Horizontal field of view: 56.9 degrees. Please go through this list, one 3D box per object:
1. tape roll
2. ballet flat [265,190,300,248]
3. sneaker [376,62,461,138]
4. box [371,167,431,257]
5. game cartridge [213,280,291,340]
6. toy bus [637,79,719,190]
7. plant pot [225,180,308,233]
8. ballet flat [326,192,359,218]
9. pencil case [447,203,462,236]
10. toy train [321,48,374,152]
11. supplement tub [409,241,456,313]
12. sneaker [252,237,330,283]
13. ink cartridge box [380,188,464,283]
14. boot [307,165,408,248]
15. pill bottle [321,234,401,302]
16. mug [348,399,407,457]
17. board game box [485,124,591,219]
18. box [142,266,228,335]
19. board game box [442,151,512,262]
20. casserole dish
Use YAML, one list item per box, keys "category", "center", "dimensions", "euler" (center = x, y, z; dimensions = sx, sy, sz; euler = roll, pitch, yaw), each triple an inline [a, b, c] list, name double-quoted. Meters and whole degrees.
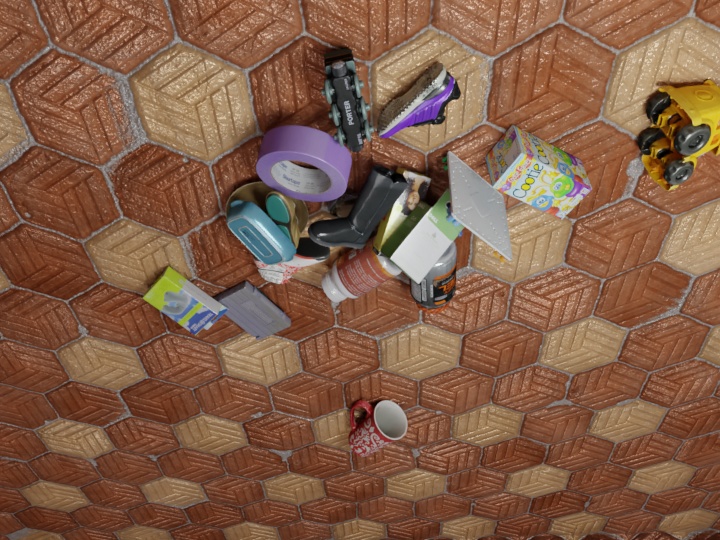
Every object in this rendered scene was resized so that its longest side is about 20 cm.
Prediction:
- category: "tape roll"
  center: [-0.120, -0.224, 1.416]
  dimensions: [0.196, 0.067, 0.201]
  euler: [10, 158, 4]
- category: "ballet flat"
  center: [-0.175, -0.126, 1.534]
  dimensions: [0.068, 0.064, 0.201]
  euler: [19, 146, 15]
- category: "sneaker"
  center: [0.124, -0.324, 1.365]
  dimensions: [0.099, 0.070, 0.199]
  euler: [31, 129, -33]
- category: "box"
  center: [0.092, -0.126, 1.514]
  dimensions: [0.074, 0.050, 0.203]
  euler: [11, 105, -21]
- category: "game cartridge"
  center: [-0.299, 0.113, 1.848]
  dimensions: [0.128, 0.039, 0.200]
  euler: [-27, 131, 20]
- category: "toy bus"
  center: [0.701, -0.290, 1.383]
  dimensions: [0.189, 0.137, 0.202]
  euler: [-16, 139, -7]
- category: "plant pot"
  center: [-0.222, -0.140, 1.584]
  dimensions: [0.196, 0.028, 0.202]
  euler: [-1, 136, -1]
- category: "ballet flat"
  center: [0.019, -0.149, 1.548]
  dimensions: [0.196, 0.073, 0.073]
  euler: [-4, 137, 3]
- category: "pencil case"
  center: [0.148, -0.108, 1.587]
  dimensions: [0.196, 0.088, 0.078]
  euler: [-10, 172, 11]
- category: "toy train"
  center: [-0.026, -0.336, 1.316]
  dimensions: [0.084, 0.115, 0.202]
  euler: [-11, 137, 5]
- category: "supplement tub"
  center: [0.182, 0.008, 1.678]
  dimensions: [0.120, 0.124, 0.202]
  euler: [-4, 138, 3]
- category: "sneaker"
  center: [-0.169, -0.021, 1.684]
  dimensions: [0.198, 0.068, 0.109]
  euler: [-1, 138, 5]
- category: "ink cartridge box"
  center: [0.149, -0.083, 1.491]
  dimensions: [0.104, 0.059, 0.201]
  euler: [39, 91, -30]
- category: "boot"
  center: [-0.007, -0.140, 1.448]
  dimensions: [0.163, 0.066, 0.201]
  euler: [1, 139, -42]
- category: "pill bottle"
  center: [0.000, 0.000, 1.673]
  dimensions: [0.198, 0.113, 0.112]
  euler: [-30, 130, 27]
- category: "mug"
  center: [0.042, 0.524, 2.247]
  dimensions: [0.132, 0.179, 0.200]
  euler: [-15, 157, -42]
- category: "board game box"
  center: [0.390, -0.214, 1.458]
  dimensions: [0.197, 0.106, 0.103]
  euler: [20, 133, -22]
- category: "box"
  center: [-0.469, 0.090, 1.784]
  dimensions: [0.199, 0.048, 0.122]
  euler: [39, 125, -19]
- category: "board game box"
  center: [0.255, -0.139, 1.465]
  dimensions: [0.199, 0.202, 0.026]
  euler: [32, 132, -30]
- category: "casserole dish"
  center: [-0.237, -0.079, 1.553]
  dimensions: [0.120, 0.039, 0.200]
  euler: [-13, 127, 46]
